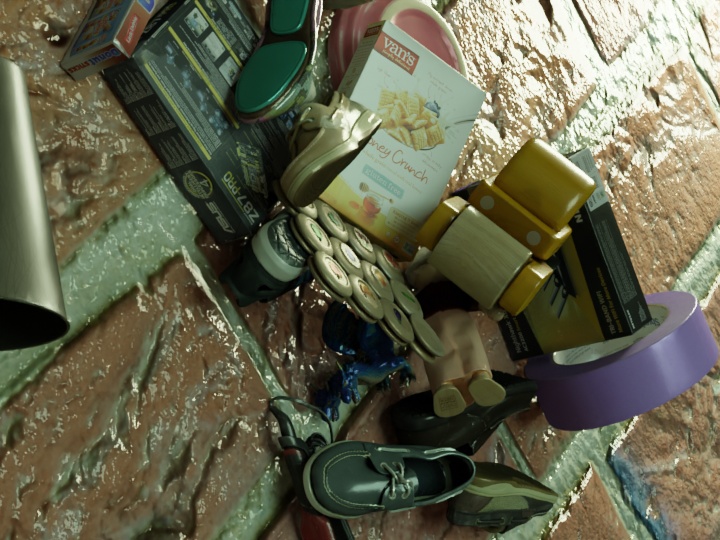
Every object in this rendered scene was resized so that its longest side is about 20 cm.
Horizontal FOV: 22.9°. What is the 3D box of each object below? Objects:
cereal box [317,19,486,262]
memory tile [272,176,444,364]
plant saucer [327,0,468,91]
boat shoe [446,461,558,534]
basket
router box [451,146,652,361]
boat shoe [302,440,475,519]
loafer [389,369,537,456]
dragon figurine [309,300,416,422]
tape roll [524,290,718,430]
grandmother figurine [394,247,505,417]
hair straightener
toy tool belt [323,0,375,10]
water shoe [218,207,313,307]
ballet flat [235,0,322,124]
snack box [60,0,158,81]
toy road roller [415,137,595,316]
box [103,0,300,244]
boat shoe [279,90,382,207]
[{"bbox_3d":[0.031,-0.128,1.766,0.144,0.040,0.200,33,72,-28],"label":"cereal box"},{"bbox_3d":[0.000,0.000,1.646,0.200,0.017,0.153,36,22,-46],"label":"memory tile"},{"bbox_3d":[0.049,-0.207,1.861,0.200,0.051,0.201,18,65,-45],"label":"plant saucer"},{"bbox_3d":[0.137,0.235,1.812,0.200,0.073,0.065,20,95,-56],"label":"boat shoe"},{"bbox_3d":[-0.305,-0.054,1.335,0.180,0.136,0.200,15,63,-51],"label":"basket"},{"bbox_3d":[0.203,-0.015,1.894,0.052,0.157,0.200,-29,99,-50],"label":"router box"},{"bbox_3d":[0.029,0.189,1.644,0.200,0.062,0.073,6,71,-48],"label":"boat shoe"},{"bbox_3d":[0.103,0.150,1.802,0.200,0.073,0.071,-14,110,-43],"label":"loafer"},{"bbox_3d":[0.004,0.056,1.713,0.099,0.059,0.200,29,57,-41],"label":"dragon figurine"},{"bbox_3d":[0.281,0.096,1.914,0.200,0.200,0.066,-38,106,-49],"label":"tape roll"},{"bbox_3d":[0.082,0.053,1.769,0.061,0.121,0.200,81,-1,-47],"label":"grandmother figurine"},{"bbox_3d":[-0.035,0.207,1.643,0.077,0.041,0.200,-24,91,-54],"label":"hair straightener"},{"bbox_3d":[0.004,-0.360,1.805,0.200,0.125,0.123,-55,128,-44],"label":"toy tool belt"},{"bbox_3d":[-0.078,-0.013,1.638,0.072,0.079,0.200,55,14,5],"label":"water shoe"},{"bbox_3d":[-0.065,-0.199,1.649,0.071,0.069,0.200,62,31,-48],"label":"ballet flat"},{"bbox_3d":[-0.199,-0.254,1.567,0.024,0.072,0.200,45,48,-31],"label":"snack box"},{"bbox_3d":[0.152,-0.051,1.756,0.123,0.146,0.200,38,15,7],"label":"toy road roller"},{"bbox_3d":[-0.130,-0.151,1.634,0.200,0.049,0.161,56,40,-21],"label":"box"},{"bbox_3d":[-0.039,-0.116,1.623,0.065,0.072,0.200,40,28,0],"label":"boat shoe"}]
